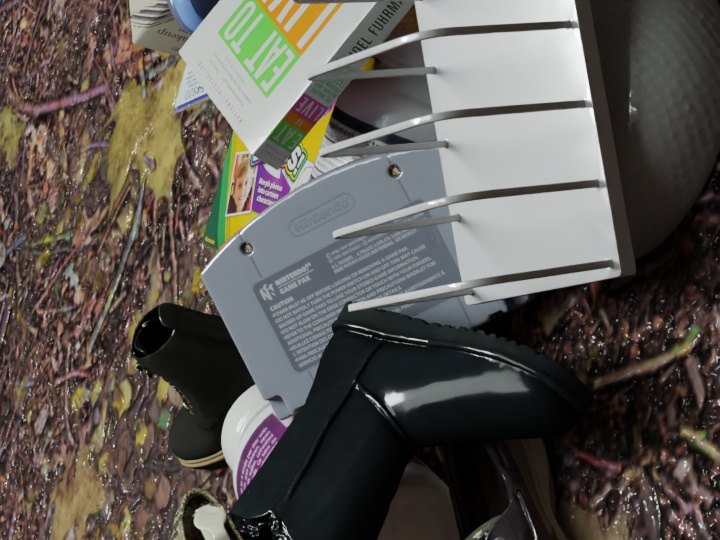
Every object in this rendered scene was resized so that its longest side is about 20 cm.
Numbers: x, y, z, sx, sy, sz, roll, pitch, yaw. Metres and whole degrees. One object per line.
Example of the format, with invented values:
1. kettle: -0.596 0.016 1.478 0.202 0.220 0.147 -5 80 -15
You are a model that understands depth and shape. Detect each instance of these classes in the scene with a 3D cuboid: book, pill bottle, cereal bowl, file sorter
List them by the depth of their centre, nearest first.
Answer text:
1. file sorter: 0.053 -0.081 1.181 0.138 0.124 0.202 -13 87 52
2. cereal bowl: 0.133 -0.106 1.260 0.200 0.083 0.202 -29 56 52
3. book: -0.022 -0.178 1.334 0.200 0.048 0.134 -50 40 13
4. pill bottle: -0.020 0.148 1.384 0.200 0.112 0.113 38 111 56
5. pill bottle: 0.024 -0.065 1.395 0.111 0.110 0.201 35 108 57

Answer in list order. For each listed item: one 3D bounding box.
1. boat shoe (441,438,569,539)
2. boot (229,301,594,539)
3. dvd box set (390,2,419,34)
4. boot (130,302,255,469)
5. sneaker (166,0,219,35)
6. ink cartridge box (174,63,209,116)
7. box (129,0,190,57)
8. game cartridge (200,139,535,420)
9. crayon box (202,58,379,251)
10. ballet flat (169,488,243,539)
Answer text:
1. boat shoe: 0.090 0.170 1.243 0.072 0.064 0.201 -47 42 40
2. boot: 0.028 0.117 1.222 0.199 0.076 0.169 14 70 39
3. dvd box set: 0.067 -0.227 1.314 0.199 0.029 0.147 0 68 52
4. boot: -0.136 0.082 1.573 0.200 0.137 0.078 -47 42 41
5. sneaker: -0.075 -0.256 1.430 0.082 0.074 0.201 28 95 57
6. ink cartridge box: -0.053 -0.216 1.479 0.199 0.040 0.202 -14 59 54
7. box: -0.117 -0.261 1.728 0.200 0.082 0.069 -41 47 47
8. game cartridge: 0.000 0.000 1.326 0.199 0.040 0.134 -26 96 22
9. crayon box: -0.038 -0.081 1.549 0.200 0.058 0.174 22 98 60
10. ballet flat: -0.100 0.229 1.519 0.200 0.067 0.076 -128 32 -54
